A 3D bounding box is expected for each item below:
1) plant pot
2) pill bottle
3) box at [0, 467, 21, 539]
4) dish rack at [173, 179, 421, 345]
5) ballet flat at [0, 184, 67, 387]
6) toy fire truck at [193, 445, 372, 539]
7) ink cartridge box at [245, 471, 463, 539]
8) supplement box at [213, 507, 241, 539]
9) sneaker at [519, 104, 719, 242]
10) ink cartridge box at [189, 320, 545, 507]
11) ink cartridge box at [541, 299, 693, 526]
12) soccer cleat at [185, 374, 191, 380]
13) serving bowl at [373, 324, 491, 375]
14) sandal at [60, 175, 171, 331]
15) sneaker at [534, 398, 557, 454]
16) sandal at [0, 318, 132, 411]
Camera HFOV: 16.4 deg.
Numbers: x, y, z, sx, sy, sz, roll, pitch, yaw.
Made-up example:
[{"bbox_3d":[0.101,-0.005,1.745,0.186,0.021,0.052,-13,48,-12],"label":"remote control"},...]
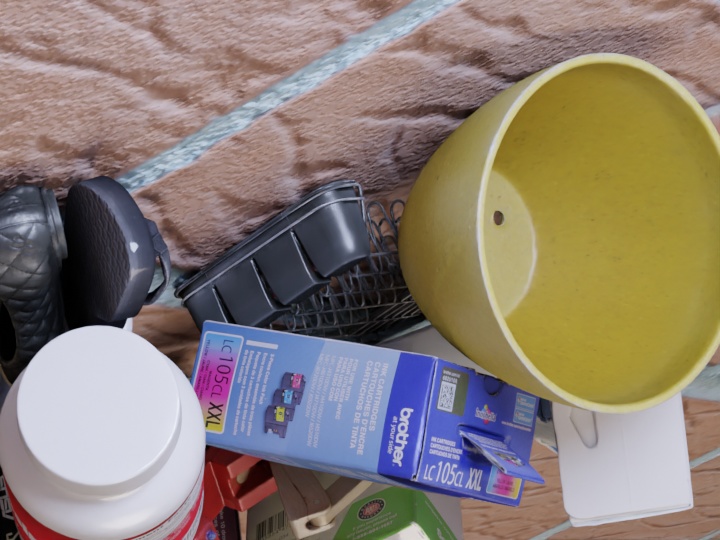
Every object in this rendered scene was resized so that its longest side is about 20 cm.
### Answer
[{"bbox_3d":[0.102,-0.018,1.448,0.199,0.202,0.142,-9,-177,-37],"label":"plant pot"},{"bbox_3d":[-0.140,0.102,1.362,0.111,0.113,0.200,-18,162,-10],"label":"pill bottle"},{"bbox_3d":[-0.188,0.224,1.562,0.085,0.165,0.200,-15,157,0],"label":"box"},{"bbox_3d":[0.000,0.000,1.567,0.153,0.055,0.199,-32,162,37],"label":"dish rack"},{"bbox_3d":[-0.190,0.010,1.349,0.056,0.067,0.200,-11,155,-12],"label":"ballet flat"},{"bbox_3d":[-0.051,0.132,1.599,0.200,0.140,0.049,-52,143,-33],"label":"toy fire truck"},{"bbox_3d":[-0.005,0.173,1.835,0.145,0.201,0.084,-26,121,17],"label":"ink cartridge box"},{"bbox_3d":[-0.201,0.203,1.788,0.199,0.104,0.131,-9,-176,-36],"label":"supplement box"},{"bbox_3d":[0.173,-0.046,1.602,0.199,0.072,0.080,-16,158,-25],"label":"sneaker"},{"bbox_3d":[0.014,0.087,1.469,0.199,0.077,0.136,6,172,32],"label":"ink cartridge box"},{"bbox_3d":[0.161,0.060,1.627,0.085,0.148,0.200,-7,-164,3],"label":"ink cartridge box"},{"bbox_3d":[-0.129,0.102,1.704,0.083,0.065,0.200,-31,162,17],"label":"soccer cleat"},{"bbox_3d":[0.019,0.083,1.742,0.199,0.066,0.200,-21,178,-1],"label":"serving bowl"},{"bbox_3d":[-0.133,-0.006,1.355,0.043,0.077,0.200,-16,173,-15],"label":"sandal"},{"bbox_3d":[0.166,0.058,1.787,0.080,0.147,0.200,-13,162,-26],"label":"sneaker"},{"bbox_3d":[-0.216,0.078,1.489,0.206,0.080,0.059,-27,160,11],"label":"sandal"}]
